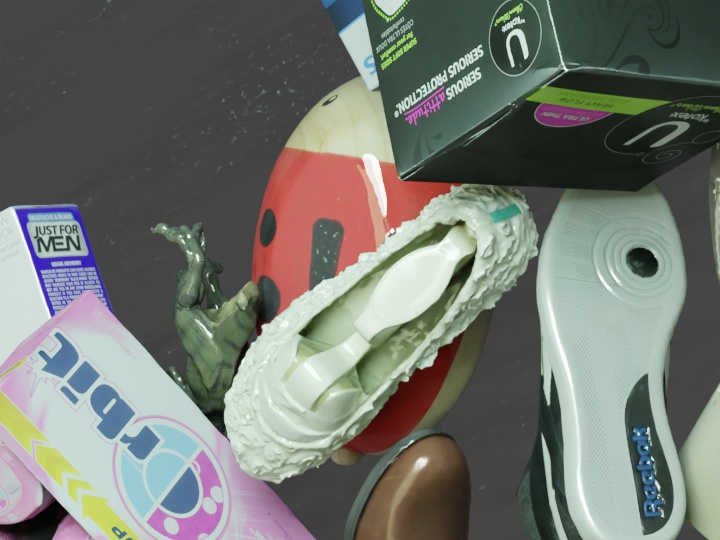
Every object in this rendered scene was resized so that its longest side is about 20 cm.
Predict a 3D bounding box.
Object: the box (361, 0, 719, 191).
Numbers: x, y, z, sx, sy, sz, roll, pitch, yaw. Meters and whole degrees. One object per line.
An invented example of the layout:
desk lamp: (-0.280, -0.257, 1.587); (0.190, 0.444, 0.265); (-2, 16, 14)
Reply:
box: (0.088, -0.150, 1.128); (0.124, 0.148, 0.201); (-31, 64, 49)

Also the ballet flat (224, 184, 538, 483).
ballet flat: (-0.001, 0.029, 1.191); (0.200, 0.072, 0.072); (-45, 70, 19)

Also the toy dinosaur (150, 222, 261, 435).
toy dinosaur: (-0.078, 0.025, 1.298); (0.200, 0.047, 0.089); (112, 144, -60)

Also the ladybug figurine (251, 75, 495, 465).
ladybug figurine: (0.000, 0.000, 1.265); (0.135, 0.072, 0.201); (7, 95, 30)

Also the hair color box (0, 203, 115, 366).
hair color box: (-0.180, 0.076, 1.381); (0.109, 0.065, 0.201); (-26, 77, 30)

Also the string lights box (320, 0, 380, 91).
string lights box: (0.004, -0.186, 1.237); (0.059, 0.103, 0.201); (-35, 74, 26)

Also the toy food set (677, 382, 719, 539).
toy food set: (0.246, 0.096, 1.127); (0.200, 0.060, 0.144); (38, 121, 18)

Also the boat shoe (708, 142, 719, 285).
boat shoe: (0.193, -0.068, 1.154); (0.072, 0.059, 0.201); (13, 99, 29)

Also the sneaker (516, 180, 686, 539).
sneaker: (0.106, 0.057, 1.206); (0.112, 0.073, 0.201); (119, 156, -61)

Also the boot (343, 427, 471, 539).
boot: (0.064, 0.194, 1.197); (0.200, 0.068, 0.189); (31, 109, 49)

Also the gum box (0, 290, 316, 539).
gum box: (-0.115, 0.125, 1.271); (0.200, 0.114, 0.066); (48, 129, -9)
